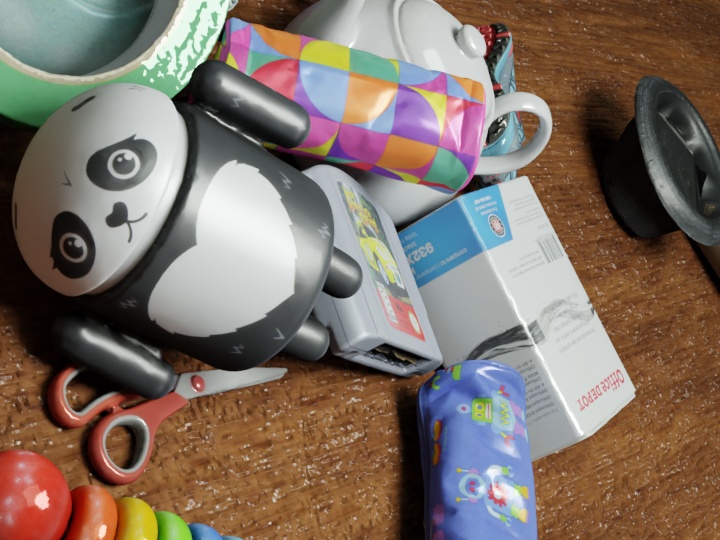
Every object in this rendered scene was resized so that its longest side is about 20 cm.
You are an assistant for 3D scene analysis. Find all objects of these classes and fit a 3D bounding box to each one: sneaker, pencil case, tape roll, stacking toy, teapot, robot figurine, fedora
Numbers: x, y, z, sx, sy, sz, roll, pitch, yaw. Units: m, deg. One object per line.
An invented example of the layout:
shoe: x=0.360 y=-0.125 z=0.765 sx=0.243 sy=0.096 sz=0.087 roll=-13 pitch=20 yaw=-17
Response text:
sneaker: x=0.107 y=-0.143 z=1.268 sx=0.201 sy=0.078 sz=0.096 roll=-83 pitch=157 yaw=-47
pencil case: x=-0.014 y=-0.111 z=0.951 sx=0.197 sy=0.089 sz=0.089 roll=13 pitch=47 yaw=-11
tape roll: x=-0.170 y=-0.179 z=0.797 sx=0.198 sy=0.048 sz=0.203 roll=-3 pitch=95 yaw=-30
stacking toy: x=-0.112 y=0.148 z=0.708 sx=0.199 sy=0.085 sz=0.086 roll=35 pitch=40 yaw=-26
pencil case: x=0.076 y=0.156 z=0.962 sx=0.086 sy=0.078 sz=0.202 roll=21 pitch=47 yaw=-21
teapot: x=0.038 y=-0.138 z=1.075 sx=0.199 sy=0.145 sz=0.200 roll=59 pitch=31 yaw=-3
robot figurine: x=-0.093 y=-0.019 z=0.774 sx=0.199 sy=0.124 sz=0.152 roll=29 pitch=52 yaw=-34
fedora: x=0.313 y=-0.104 z=1.491 sx=0.200 sy=0.091 sz=0.203 roll=33 pitch=43 yaw=-37

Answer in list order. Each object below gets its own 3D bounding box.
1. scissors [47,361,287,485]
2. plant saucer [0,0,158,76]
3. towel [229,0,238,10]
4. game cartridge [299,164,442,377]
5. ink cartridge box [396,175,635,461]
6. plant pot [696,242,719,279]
scissors: x=-0.108 y=0.063 z=0.831 sx=0.074 sy=0.014 sz=0.200 roll=59 pitch=33 yaw=0
plant saucer: x=-0.159 y=-0.205 z=0.858 sx=0.199 sy=0.039 sz=0.204 roll=1 pitch=89 yaw=-34
towel: x=-0.175 y=-0.264 z=0.968 sx=0.170 sy=0.048 sz=0.202 roll=1 pitch=65 yaw=-58
game cartridge: x=0.000 y=0.000 z=0.958 sx=0.134 sy=0.041 sz=0.200 roll=66 pitch=12 yaw=15
ink cartridge box: x=0.120 y=0.039 z=1.107 sx=0.202 sy=0.083 sz=0.145 roll=63 pitch=28 yaw=4
plant pot: x=0.461 y=-0.055 z=1.601 sx=0.173 sy=0.200 sz=0.200 roll=42 pitch=32 yaw=4
